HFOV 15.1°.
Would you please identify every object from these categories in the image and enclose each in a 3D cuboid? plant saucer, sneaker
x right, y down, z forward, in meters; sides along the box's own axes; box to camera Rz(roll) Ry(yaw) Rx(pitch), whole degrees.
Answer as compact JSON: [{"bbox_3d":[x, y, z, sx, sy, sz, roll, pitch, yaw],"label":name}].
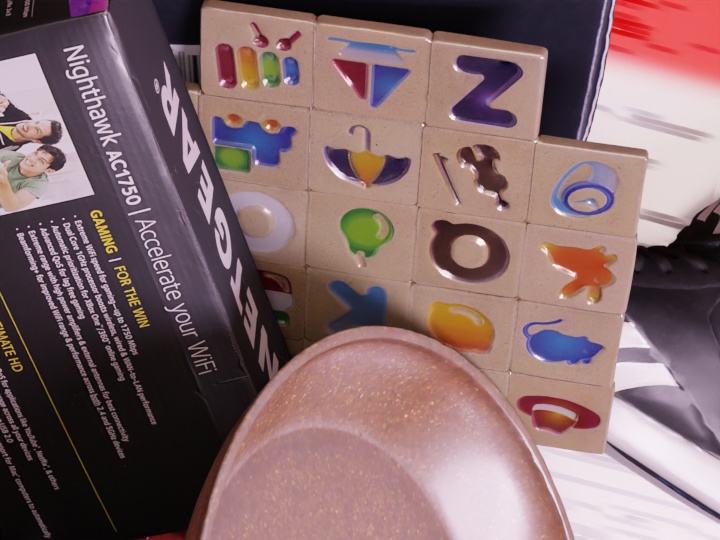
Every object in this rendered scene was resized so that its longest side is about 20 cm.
[{"bbox_3d":[0.003,0.118,0.807,0.036,0.200,0.202,-10,92,37],"label":"plant saucer"},{"bbox_3d":[0.092,0.001,0.912,0.199,0.073,0.112,33,82,-22],"label":"sneaker"}]

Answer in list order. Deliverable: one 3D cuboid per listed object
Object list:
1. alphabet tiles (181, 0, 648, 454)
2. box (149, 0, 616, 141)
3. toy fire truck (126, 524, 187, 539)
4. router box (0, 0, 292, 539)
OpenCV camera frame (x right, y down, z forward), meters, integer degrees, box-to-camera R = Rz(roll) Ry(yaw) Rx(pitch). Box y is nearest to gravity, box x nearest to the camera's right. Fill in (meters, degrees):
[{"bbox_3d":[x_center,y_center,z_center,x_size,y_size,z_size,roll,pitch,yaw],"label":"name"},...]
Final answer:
[{"bbox_3d":[0.000,0.000,0.834,0.165,0.006,0.201,8,136,5],"label":"alphabet tiles"},{"bbox_3d":[-0.024,-0.146,0.856,0.198,0.124,0.198,1,66,-1],"label":"box"},{"bbox_3d":[-0.051,0.139,0.909,0.141,0.049,0.201,30,95,-31],"label":"toy fire truck"},{"bbox_3d":[-0.111,0.002,0.803,0.148,0.051,0.201,-11,131,10],"label":"router box"}]
